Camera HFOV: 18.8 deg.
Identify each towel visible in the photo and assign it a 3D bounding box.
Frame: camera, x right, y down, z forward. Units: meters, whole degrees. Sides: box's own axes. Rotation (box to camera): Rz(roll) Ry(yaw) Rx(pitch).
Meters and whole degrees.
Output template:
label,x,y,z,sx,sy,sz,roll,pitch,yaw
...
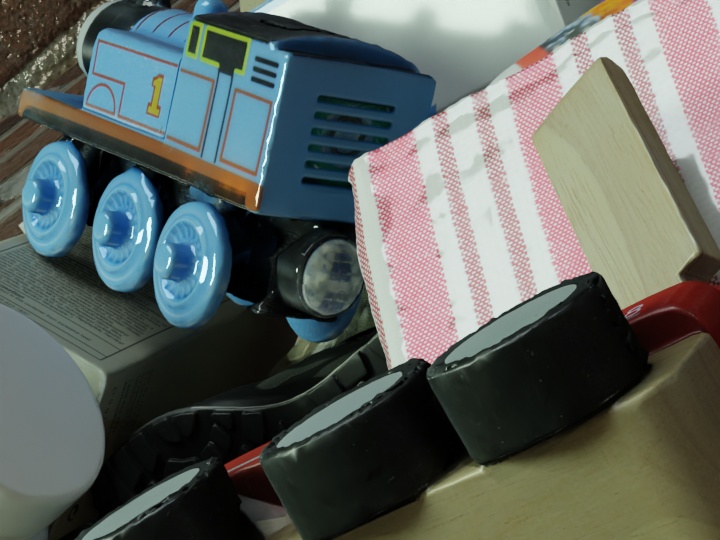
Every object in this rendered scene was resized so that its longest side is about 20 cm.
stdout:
label,x,y,z,sx,sy,sz,roll,pitch,yaw
towel,0.092,-0.016,0.654,0.199,0.030,0.147,-27,48,19

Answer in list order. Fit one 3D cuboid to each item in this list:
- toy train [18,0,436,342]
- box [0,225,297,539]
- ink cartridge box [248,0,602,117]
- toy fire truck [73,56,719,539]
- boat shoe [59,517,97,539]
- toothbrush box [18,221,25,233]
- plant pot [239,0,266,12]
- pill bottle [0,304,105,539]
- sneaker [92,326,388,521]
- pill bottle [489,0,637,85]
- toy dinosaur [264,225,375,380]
label,x,y,z,sx,sy,sz,roll,pitch,yaw
toy train,-0.057,-0.045,0.821,0.200,0.086,0.115,24,103,52
box,-0.104,0.032,0.897,0.200,0.095,0.078,-24,-42,-64
ink cartridge box,0.066,-0.106,0.960,0.144,0.085,0.200,-27,-10,31
toy fire truck,0.034,0.038,0.578,0.176,0.129,0.200,-28,4,29
boat shoe,-0.168,0.142,0.896,0.200,0.068,0.072,-45,17,-26
toothbrush box,-0.091,-0.049,1.291,0.146,0.086,0.200,-43,17,-30
plant pot,0.047,-0.217,1.168,0.199,0.178,0.200,20,49,41
pill bottle,-0.181,0.098,0.768,0.200,0.111,0.111,-42,9,29
sneaker,-0.004,0.061,0.804,0.199,0.076,0.088,-24,3,25
pill bottle,0.153,-0.075,0.755,0.200,0.112,0.111,-35,14,2
toy dinosaur,0.000,0.000,0.858,0.200,0.088,0.047,-37,-4,28
